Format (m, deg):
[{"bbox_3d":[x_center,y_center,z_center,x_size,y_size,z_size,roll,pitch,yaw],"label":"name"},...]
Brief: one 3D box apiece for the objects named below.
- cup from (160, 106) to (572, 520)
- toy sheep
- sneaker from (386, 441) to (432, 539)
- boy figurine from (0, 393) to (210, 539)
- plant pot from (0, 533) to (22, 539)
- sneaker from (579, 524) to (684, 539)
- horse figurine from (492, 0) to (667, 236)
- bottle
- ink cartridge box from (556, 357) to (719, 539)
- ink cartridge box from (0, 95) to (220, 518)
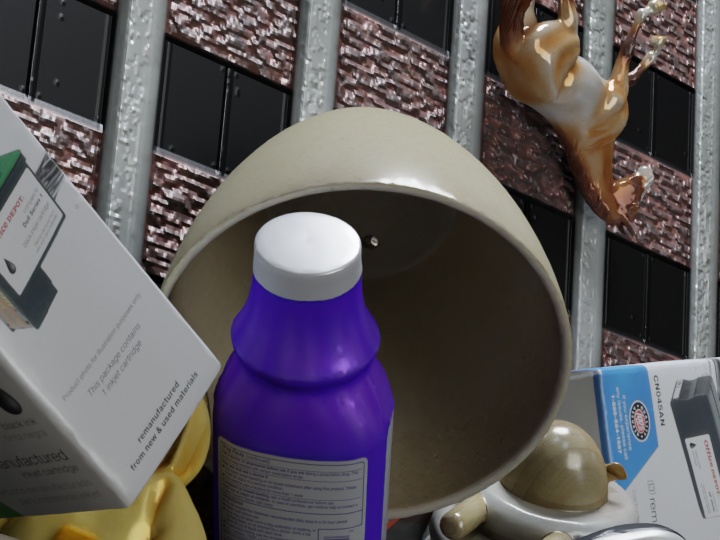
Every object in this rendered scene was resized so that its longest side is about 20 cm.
[{"bbox_3d":[0.000,0.000,1.035,0.200,0.199,0.144,48,24,-29],"label":"cup"},{"bbox_3d":[0.087,0.172,1.116,0.137,0.137,0.202,-9,121,-48],"label":"toy sheep"},{"bbox_3d":[-0.005,0.146,1.082,0.201,0.076,0.082,-57,148,-36],"label":"sneaker"},{"bbox_3d":[-0.116,0.120,0.912,0.201,0.123,0.065,-57,153,-25],"label":"boy figurine"},{"bbox_3d":[-0.142,0.175,0.757,0.173,0.200,0.201,30,54,1],"label":"plant pot"},{"bbox_3d":[0.091,0.199,0.992,0.199,0.083,0.072,-32,123,-17],"label":"sneaker"},{"bbox_3d":[0.131,-0.129,1.277,0.200,0.050,0.133,43,70,-43],"label":"horse figurine"},{"bbox_3d":[-0.026,0.068,0.955,0.066,0.083,0.202,-74,168,-53],"label":"bottle"},{"bbox_3d":[0.177,0.128,1.255,0.199,0.084,0.146,-2,84,-48],"label":"ink cartridge box"},{"bbox_3d":[-0.176,0.003,0.853,0.200,0.145,0.085,52,50,-25],"label":"ink cartridge box"}]
